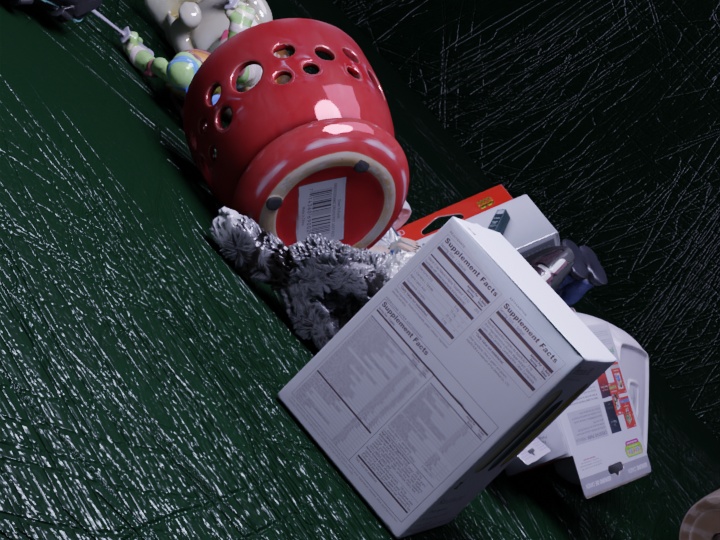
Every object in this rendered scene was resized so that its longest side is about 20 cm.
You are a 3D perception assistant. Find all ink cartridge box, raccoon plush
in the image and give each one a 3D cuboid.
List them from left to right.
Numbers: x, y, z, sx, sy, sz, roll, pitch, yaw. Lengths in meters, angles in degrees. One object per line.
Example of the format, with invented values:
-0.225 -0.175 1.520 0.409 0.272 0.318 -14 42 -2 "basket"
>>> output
-0.024 -0.013 1.484 0.200 0.097 0.134 46 27 4 "raccoon plush"
0.121 -0.040 1.991 0.174 0.199 0.044 -123 -167 -49 "ink cartridge box"
0.220 0.157 1.742 0.199 0.083 0.177 -3 73 -59 "ink cartridge box"

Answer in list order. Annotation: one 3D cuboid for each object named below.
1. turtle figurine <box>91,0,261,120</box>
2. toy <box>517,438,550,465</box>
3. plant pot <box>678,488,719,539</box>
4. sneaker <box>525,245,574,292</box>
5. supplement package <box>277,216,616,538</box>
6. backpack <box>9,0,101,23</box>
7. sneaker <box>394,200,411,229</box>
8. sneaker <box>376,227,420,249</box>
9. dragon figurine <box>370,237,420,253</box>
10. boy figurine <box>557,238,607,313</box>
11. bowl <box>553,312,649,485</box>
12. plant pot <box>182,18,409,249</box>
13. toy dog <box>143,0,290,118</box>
-0.182 -0.260 1.781 0.200 0.144 0.194 50 7 6 "turtle figurine"
0.091 0.133 1.611 0.200 0.047 0.115 43 14 13 "toy"
0.506 0.350 2.101 0.173 0.201 0.200 10 34 -45 "plant pot"
0.189 0.070 1.874 0.116 0.200 0.076 51 -6 -17 "sneaker"
0.072 0.085 1.289 0.151 0.200 0.152 48 11 15 "supplement package"
-0.330 -0.361 1.577 0.200 0.154 0.176 42 14 20 "backpack"
-0.025 -0.123 1.996 0.147 0.080 0.200 56 18 23 "sneaker"
0.045 0.000 1.845 0.198 0.080 0.130 26 -7 16 "sneaker"
0.000 0.000 1.727 0.199 0.100 0.059 25 14 -4 "dragon figurine"
0.210 0.050 1.966 0.124 0.200 0.065 13 46 -41 "boy figurine"
0.291 0.155 1.933 0.199 0.074 0.202 23 69 -62 "bowl"
-0.054 -0.114 1.570 0.200 0.200 0.183 35 19 -45 "plant pot"
-0.164 -0.268 1.980 0.200 0.139 0.195 -124 -161 -49 "toy dog"
